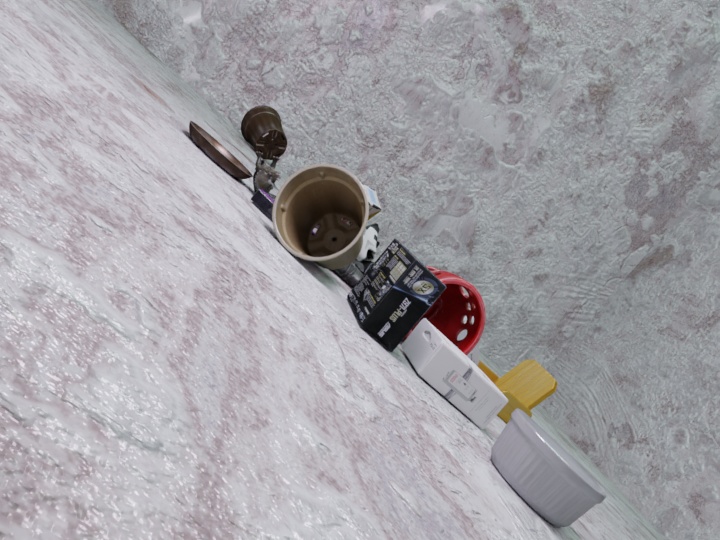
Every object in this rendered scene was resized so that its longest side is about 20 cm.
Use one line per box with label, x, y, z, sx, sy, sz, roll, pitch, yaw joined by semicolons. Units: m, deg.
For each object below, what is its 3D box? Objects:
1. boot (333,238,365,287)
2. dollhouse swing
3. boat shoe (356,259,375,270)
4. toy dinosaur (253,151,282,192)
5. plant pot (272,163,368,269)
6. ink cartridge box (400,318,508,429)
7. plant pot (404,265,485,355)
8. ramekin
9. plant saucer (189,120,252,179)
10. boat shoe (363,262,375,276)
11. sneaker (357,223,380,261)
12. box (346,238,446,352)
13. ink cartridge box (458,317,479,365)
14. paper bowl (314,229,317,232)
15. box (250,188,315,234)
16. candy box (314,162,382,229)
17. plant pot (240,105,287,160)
boot;-0.045;-0.049;1.726;0.131;0.069;0.202;42;32;-25
dollhouse swing;0.407;0.297;1.923;0.181;0.176;0.200;40;6;-23
boat shoe;0.000;0.000;1.889;0.200;0.074;0.075;-130;-158;-53
toy dinosaur;-0.244;-0.228;1.741;0.075;0.105;0.200;18;-19;-14
plant pot;-0.069;-0.090;1.460;0.200;0.201;0.184;43;-7;17
ink cartridge box;0.188;0.208;1.418;0.199;0.083;0.147;42;5;-19
plant pot;0.169;0.093;1.617;0.200;0.201;0.182;40;1;-21
ramekin;0.307;0.338;1.173;0.202;0.095;0.202;43;4;-3
plant saucer;-0.349;-0.288;1.705;0.200;0.032;0.200;43;5;-4
boat shoe;0.035;0.025;1.632;0.200;0.070;0.070;-70;152;-75
sneaker;0.013;-0.070;1.867;0.090;0.073;0.200;63;24;-4
box;0.065;0.043;1.372;0.086;0.165;0.200;39;4;-16
ink cartridge box;0.262;0.172;1.976;0.200;0.081;0.150;-129;-149;-67
paper bowl;-0.113;-0.134;1.874;0.200;0.105;0.201;43;5;-5
box;-0.178;-0.125;1.647;0.143;0.036;0.200;44;6;3
candy box;-0.064;-0.154;1.591;0.198;0.135;0.062;18;46;-47
plant pot;-0.431;-0.617;3.173;0.199;0.200;0.199;38;14;-41
